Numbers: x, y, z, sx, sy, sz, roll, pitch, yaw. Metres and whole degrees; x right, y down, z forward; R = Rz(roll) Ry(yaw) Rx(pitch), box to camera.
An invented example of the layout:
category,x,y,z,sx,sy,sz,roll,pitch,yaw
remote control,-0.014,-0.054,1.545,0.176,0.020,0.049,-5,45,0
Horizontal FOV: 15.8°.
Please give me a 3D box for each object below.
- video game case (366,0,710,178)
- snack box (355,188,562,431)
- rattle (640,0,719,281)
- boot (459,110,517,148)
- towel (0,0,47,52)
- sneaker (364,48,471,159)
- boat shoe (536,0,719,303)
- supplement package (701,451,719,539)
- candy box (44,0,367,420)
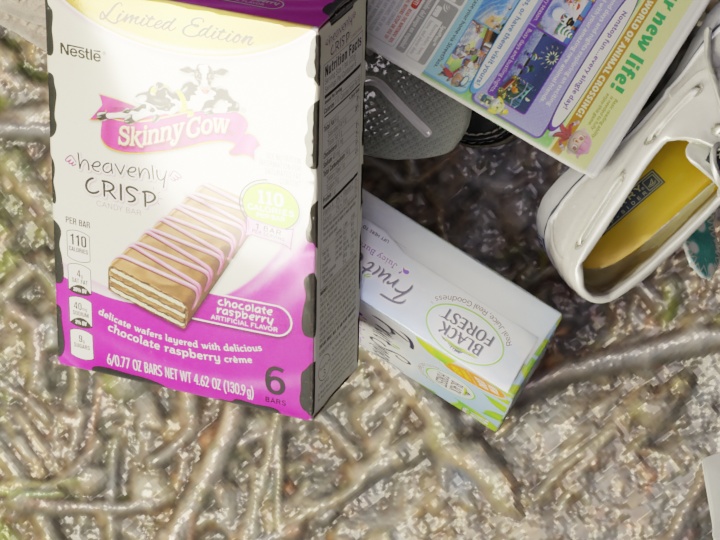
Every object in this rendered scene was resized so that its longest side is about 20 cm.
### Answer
category,x,y,z,sx,sy,sz,roll,pitch,yaw
video game case,0.087,-0.169,1.187,0.182,0.022,0.200,29,100,-19
snack box,0.000,0.000,1.295,0.200,0.142,0.053,32,82,5
rattle,0.146,-0.104,1.318,0.130,0.143,0.200,-48,124,0
boot,0.033,-0.156,1.269,0.073,0.154,0.204,-10,94,11
towel,-0.096,-0.182,1.304,0.200,0.132,0.035,-44,57,13
sneaker,-0.038,-0.113,1.272,0.200,0.080,0.071,22,95,-2
boat shoe,0.168,-0.060,1.221,0.202,0.086,0.075,-42,119,12
supplement package,0.271,0.181,1.233,0.150,0.152,0.200,-21,112,12
candy box,-0.071,-0.041,1.188,0.136,0.061,0.200,11,119,19
